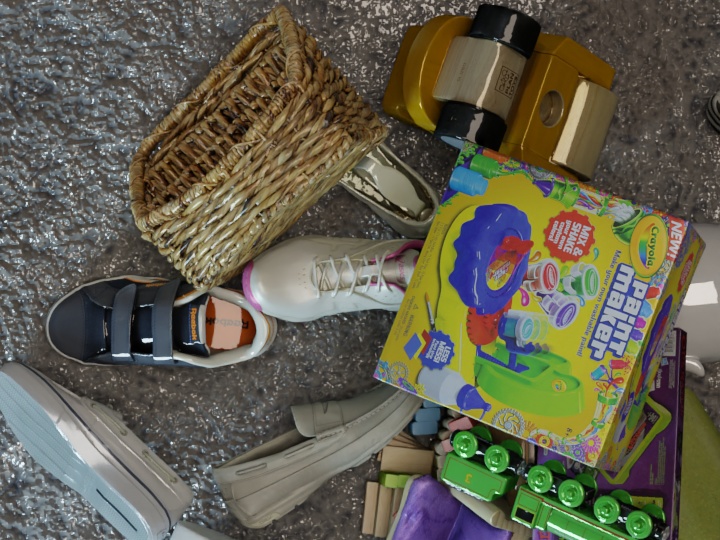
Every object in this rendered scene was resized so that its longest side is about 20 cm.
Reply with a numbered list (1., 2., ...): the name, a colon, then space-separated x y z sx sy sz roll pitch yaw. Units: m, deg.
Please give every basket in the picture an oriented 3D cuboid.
1. basket: -0.103 -0.100 1.519 0.200 0.143 0.149 -41 87 18

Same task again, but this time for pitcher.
1. pitcher: 0.254 0.045 1.601 0.199 0.121 0.173 -2 70 -2

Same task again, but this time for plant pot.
1. plant pot: 0.261 0.207 1.584 0.199 0.200 0.185 -22 80 -7

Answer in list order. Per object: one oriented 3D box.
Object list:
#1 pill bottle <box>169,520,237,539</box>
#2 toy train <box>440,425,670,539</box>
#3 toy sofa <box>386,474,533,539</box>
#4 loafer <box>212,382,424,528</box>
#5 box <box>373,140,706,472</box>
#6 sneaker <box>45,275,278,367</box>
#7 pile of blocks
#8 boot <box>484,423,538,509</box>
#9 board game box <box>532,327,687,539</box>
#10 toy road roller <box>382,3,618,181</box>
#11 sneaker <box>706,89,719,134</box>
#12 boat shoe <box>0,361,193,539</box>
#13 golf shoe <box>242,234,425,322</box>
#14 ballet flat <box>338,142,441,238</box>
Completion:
1. pill bottle: -0.148 0.320 1.553 0.114 0.114 0.201 23 86 -6
2. toy train: 0.154 0.184 1.493 0.199 0.042 0.057 24 105 26
3. toy sofa: 0.062 0.277 1.565 0.097 0.083 0.201 21 97 -35
4. loafer: -0.034 0.142 1.594 0.200 0.070 0.070 -35 102 -6
5. box: 0.145 0.031 1.471 0.192 0.122 0.201 20 89 18
6. sneaker: -0.168 0.043 1.574 0.199 0.079 0.079 -3 93 -6
7. pile of blocks: 0.065 0.149 1.610 0.082 0.062 0.201 31 85 -6
8. boot: 0.113 0.109 1.570 0.075 0.074 0.201 -7 81 3
9. board game box: 0.203 0.147 1.514 0.119 0.032 0.201 1 80 22
10. toy road roller: 0.113 -0.151 1.609 0.200 0.146 0.124 24 85 -44
11. sneaker: 0.417 -0.126 1.656 0.200 0.076 0.116 38 82 -4
12. boat shoe: -0.227 0.147 1.576 0.200 0.074 0.067 47 50 4
13. golf shoe: 0.000 0.000 1.566 0.199 0.091 0.076 -5 84 -27
14. ballet flat: -0.007 -0.100 1.604 0.200 0.069 0.070 37 85 -5
